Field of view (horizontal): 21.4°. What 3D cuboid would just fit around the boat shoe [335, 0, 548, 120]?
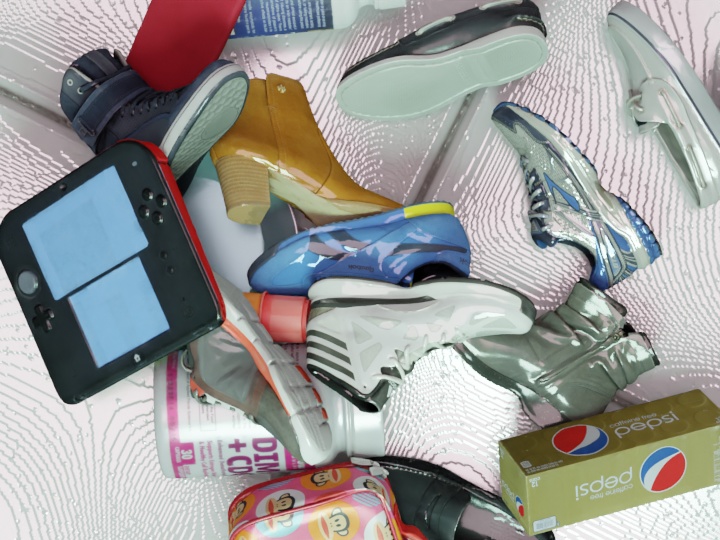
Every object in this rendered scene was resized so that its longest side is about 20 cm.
[{"bbox_3d":[0.072,-0.192,1.723,0.198,0.076,0.061,-12,49,9],"label":"boat shoe"}]

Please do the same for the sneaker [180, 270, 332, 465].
[{"bbox_3d":[-0.099,0.095,1.605,0.082,0.077,0.200,-41,66,10],"label":"sneaker"}]

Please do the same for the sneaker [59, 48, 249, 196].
[{"bbox_3d":[-0.185,-0.153,1.647,0.077,0.202,0.147,-25,74,-43],"label":"sneaker"}]

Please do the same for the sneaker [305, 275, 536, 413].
[{"bbox_3d":[0.049,0.070,1.617,0.199,0.076,0.116,1,67,12],"label":"sneaker"}]

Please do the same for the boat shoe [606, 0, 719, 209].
[{"bbox_3d":[0.274,-0.148,1.717,0.066,0.072,0.201,-35,96,-6],"label":"boat shoe"}]

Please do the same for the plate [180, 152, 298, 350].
[{"bbox_3d":[-0.153,-0.019,1.732,0.198,0.026,0.202,0,87,1],"label":"plate"}]

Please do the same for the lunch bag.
[{"bbox_3d":[-0.015,0.270,1.663,0.175,0.082,0.201,-15,111,1],"label":"lunch bag"}]

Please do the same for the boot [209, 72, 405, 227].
[{"bbox_3d":[-0.041,-0.105,1.713,0.200,0.071,0.145,8,60,-25],"label":"boot"}]

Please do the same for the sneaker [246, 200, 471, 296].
[{"bbox_3d":[0.000,0.000,1.677,0.198,0.066,0.079,-14,66,-2],"label":"sneaker"}]

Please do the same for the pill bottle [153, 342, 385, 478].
[{"bbox_3d":[-0.079,0.122,1.681,0.198,0.113,0.114,-4,87,0],"label":"pill bottle"}]

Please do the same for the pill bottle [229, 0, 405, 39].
[{"bbox_3d":[-0.061,-0.268,1.699,0.198,0.111,0.112,-5,87,0],"label":"pill bottle"}]

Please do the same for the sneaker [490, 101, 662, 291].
[{"bbox_3d":[0.179,-0.065,1.710,0.085,0.077,0.200,-42,88,3],"label":"sneaker"}]

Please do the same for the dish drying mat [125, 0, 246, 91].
[{"bbox_3d":[-0.158,-0.203,1.670,0.077,0.200,0.018,38,50,4],"label":"dish drying mat"}]

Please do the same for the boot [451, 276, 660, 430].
[{"bbox_3d":[0.162,0.053,1.703,0.200,0.068,0.131,40,95,-7],"label":"boot"}]

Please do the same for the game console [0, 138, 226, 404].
[{"bbox_3d":[-0.217,0.000,1.622,0.199,0.031,0.178,-28,79,32],"label":"game console"}]

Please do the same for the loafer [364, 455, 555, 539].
[{"bbox_3d":[0.081,0.215,1.698,0.199,0.070,0.069,21,87,1],"label":"loafer"}]

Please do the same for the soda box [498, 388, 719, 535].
[{"bbox_3d":[0.225,0.167,1.671,0.198,0.068,0.064,-13,117,-14],"label":"soda box"}]

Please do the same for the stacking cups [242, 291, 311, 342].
[{"bbox_3d":[-0.142,0.038,1.681,0.198,0.061,0.061,3,87,4],"label":"stacking cups"}]
